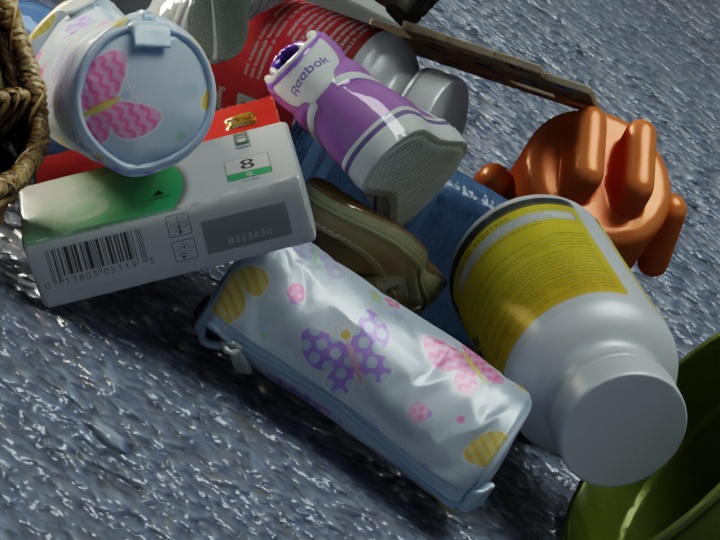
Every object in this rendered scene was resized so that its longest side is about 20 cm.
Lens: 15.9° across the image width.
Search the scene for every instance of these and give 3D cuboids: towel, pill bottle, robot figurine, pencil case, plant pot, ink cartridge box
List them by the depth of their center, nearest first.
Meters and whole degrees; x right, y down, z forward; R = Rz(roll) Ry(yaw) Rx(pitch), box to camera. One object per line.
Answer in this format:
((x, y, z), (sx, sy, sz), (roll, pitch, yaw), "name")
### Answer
((-0.141, -0.108, 1.473), (0.083, 0.091, 0.200), (18, 4, -19), "pencil case")
((0.002, 0.056, 1.494), (0.199, 0.083, 0.091), (34, 33, -2), "pencil case")
((-0.118, -0.060, 1.503), (0.200, 0.160, 0.050), (-107, -177, -59), "ink cartridge box")
((0.261, 0.163, 1.567), (0.193, 0.200, 0.201), (43, 16, -13), "plant pot")
((0.131, 0.045, 1.594), (0.111, 0.112, 0.200), (25, 20, -27), "pill bottle")
((0.026, -0.024, 1.712), (0.199, 0.112, 0.049), (28, 7, -18), "towel")
((-0.031, -0.125, 1.785), (0.199, 0.113, 0.112), (22, 13, 20), "pill bottle")
((0.154, -0.037, 1.866), (0.143, 0.200, 0.117), (-23, 71, -29), "robot figurine")

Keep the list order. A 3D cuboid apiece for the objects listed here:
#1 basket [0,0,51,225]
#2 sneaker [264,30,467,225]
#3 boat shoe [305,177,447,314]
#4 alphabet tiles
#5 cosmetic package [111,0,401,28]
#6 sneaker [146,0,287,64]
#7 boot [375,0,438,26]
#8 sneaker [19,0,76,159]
((-0.240, -0.093, 1.361), (0.143, 0.149, 0.200), (39, 18, 15), "basket")
((0.001, -0.096, 1.591), (0.114, 0.073, 0.200), (44, -1, 15), "sneaker")
((0.000, 0.000, 1.595), (0.072, 0.065, 0.200), (33, -5, 20), "boat shoe")
((0.088, -0.146, 1.817), (0.166, 0.008, 0.200), (19, 0, 9), "alphabet tiles")
((-0.081, -0.200, 1.975), (0.199, 0.108, 0.085), (24, 20, -35), "cosmetic package")
((-0.096, -0.193, 1.722), (0.200, 0.080, 0.071), (-48, 121, -52), "sneaker")
((0.006, -0.231, 1.751), (0.130, 0.068, 0.200), (39, -9, -4), "boot")
((-0.183, -0.109, 1.623), (0.199, 0.074, 0.082), (23, 23, -30), "sneaker")
